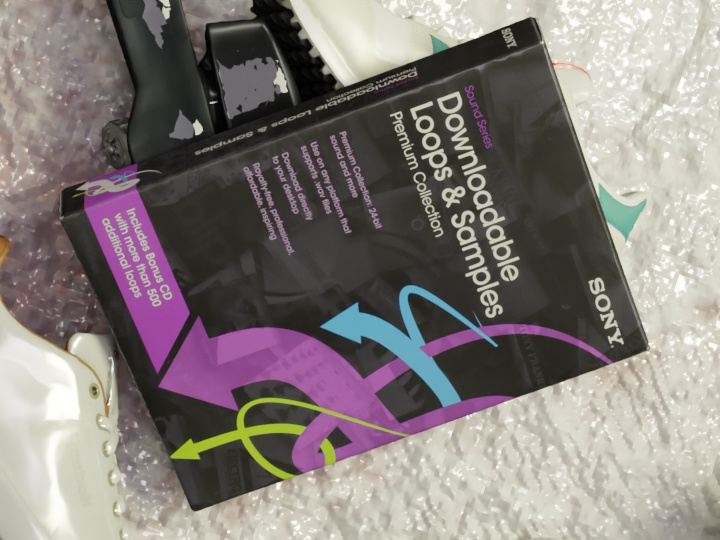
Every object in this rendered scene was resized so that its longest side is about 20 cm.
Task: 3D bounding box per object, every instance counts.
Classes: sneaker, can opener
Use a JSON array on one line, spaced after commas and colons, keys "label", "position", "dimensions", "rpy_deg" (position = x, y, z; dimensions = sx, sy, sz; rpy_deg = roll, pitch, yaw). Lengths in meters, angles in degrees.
[{"label": "sneaker", "position": [-0.114, 0.075, 0.961], "dimensions": [0.085, 0.073, 0.200], "rpy_deg": [-34, 96, -10]}, {"label": "can opener", "position": [-0.085, -0.112, 0.976], "dimensions": [0.079, 0.063, 0.200], "rpy_deg": [-22, 97, -15]}, {"label": "sneaker", "position": [0.041, -0.069, 1.009], "dimensions": [0.093, 0.070, 0.200], "rpy_deg": [-44, 104, -14]}]

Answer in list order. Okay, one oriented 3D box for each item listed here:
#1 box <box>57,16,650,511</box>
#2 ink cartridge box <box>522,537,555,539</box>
[{"label": "box", "position": [0.000, 0.000, 0.960], "dimensions": [0.200, 0.036, 0.143], "rpy_deg": [-21, 114, 3]}, {"label": "ink cartridge box", "position": [0.034, 0.216, 0.991], "dimensions": [0.145, 0.083, 0.200], "rpy_deg": [-6, 91, -14]}]
